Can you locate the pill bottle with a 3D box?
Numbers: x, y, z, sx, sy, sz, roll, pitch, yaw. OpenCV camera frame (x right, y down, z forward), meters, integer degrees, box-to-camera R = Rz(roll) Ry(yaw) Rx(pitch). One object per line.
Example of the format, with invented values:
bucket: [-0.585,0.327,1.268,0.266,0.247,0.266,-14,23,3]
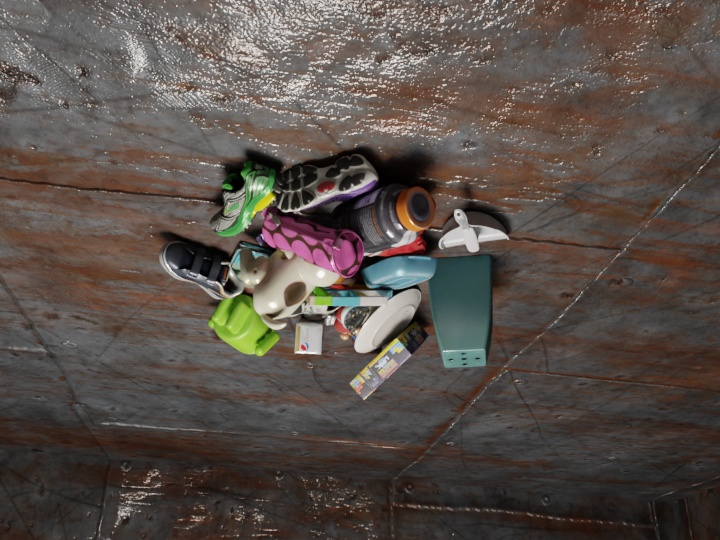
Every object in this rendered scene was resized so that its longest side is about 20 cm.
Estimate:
pill bottle: [0.039,-0.089,1.209,0.105,0.108,0.198,24,158,-33]

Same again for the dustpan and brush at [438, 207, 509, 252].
dustpan and brush: [0.202,-0.080,1.300,0.137,0.058,0.201,-8,149,17]

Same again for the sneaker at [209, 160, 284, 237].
sneaker: [-0.219,-0.133,1.238,0.084,0.079,0.199,30,135,-25]

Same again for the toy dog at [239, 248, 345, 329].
toy dog: [-0.124,-0.001,1.337,0.198,0.196,0.140,-27,128,21]

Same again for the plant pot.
plant pot: [0.216,0.095,1.464,0.138,0.204,0.142,-3,151,10]

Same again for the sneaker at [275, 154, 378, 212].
sneaker: [-0.059,-0.138,1.206,0.196,0.082,0.083,-8,161,23]

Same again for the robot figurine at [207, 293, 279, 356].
robot figurine: [-0.274,0.128,1.633,0.173,0.117,0.200,23,165,23]

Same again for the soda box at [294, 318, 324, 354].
soda box: [-0.119,0.154,1.639,0.062,0.070,0.200,3,179,-2]

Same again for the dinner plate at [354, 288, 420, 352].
dinner plate: [0.069,0.122,1.578,0.199,0.024,0.201,-36,154,-20]

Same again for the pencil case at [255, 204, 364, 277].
pencil case: [-0.089,-0.056,1.210,0.198,0.091,0.094,20,152,36]

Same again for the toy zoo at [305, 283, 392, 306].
toy zoo: [-0.025,0.051,1.465,0.196,0.021,0.131,1,-170,-18]

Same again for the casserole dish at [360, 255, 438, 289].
casserole dish: [0.079,0.007,1.428,0.119,0.040,0.199,3,168,-26]

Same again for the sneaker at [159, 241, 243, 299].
sneaker: [-0.325,-0.004,1.443,0.078,0.080,0.199,-6,152,36]

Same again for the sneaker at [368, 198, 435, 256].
sneaker: [0.100,-0.085,1.312,0.114,0.080,0.199,5,158,-36]

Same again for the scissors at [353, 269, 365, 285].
scissors: [0.000,0.000,1.506,0.072,0.014,0.201,-3,149,15]

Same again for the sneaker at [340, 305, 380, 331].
sneaker: [-0.008,0.085,1.516,0.072,0.072,0.200,-48,168,11]

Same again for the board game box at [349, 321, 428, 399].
board game box: [0.073,0.213,1.658,0.165,0.057,0.200,-45,173,18]

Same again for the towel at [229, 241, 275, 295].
towel: [-0.224,0.008,1.524,0.144,0.022,0.200,15,148,-20]

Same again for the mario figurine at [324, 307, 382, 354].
mario figurine: [-0.017,0.153,1.676,0.121,0.108,0.200,-14,150,13]

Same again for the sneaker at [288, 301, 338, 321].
sneaker: [-0.118,0.061,1.549,0.086,0.077,0.199,-21,163,25]
